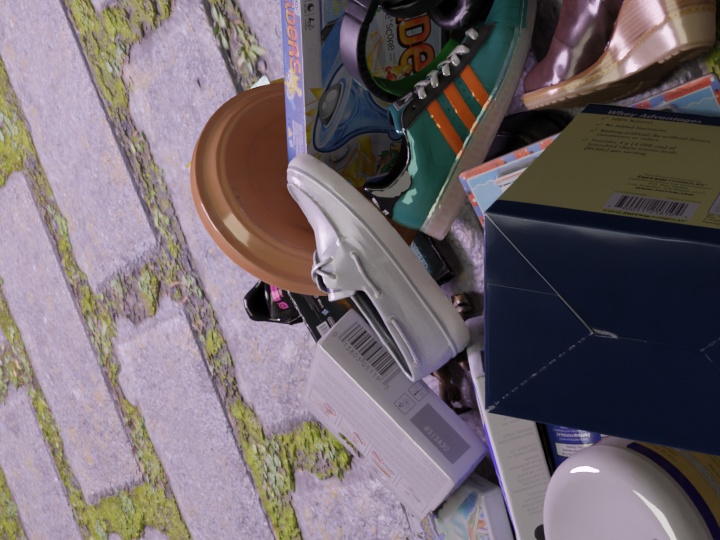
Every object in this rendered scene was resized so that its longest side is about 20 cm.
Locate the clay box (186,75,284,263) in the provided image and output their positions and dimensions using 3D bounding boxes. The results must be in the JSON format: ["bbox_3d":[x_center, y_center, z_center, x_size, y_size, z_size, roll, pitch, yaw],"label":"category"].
[{"bbox_3d":[-0.093,-0.100,1.531,0.200,0.048,0.115,-40,74,54],"label":"clay box"}]

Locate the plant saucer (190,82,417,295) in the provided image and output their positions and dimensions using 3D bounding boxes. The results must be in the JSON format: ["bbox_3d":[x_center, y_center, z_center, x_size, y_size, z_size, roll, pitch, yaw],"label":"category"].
[{"bbox_3d":[-0.042,-0.074,1.329,0.200,0.200,0.032,59,149,16],"label":"plant saucer"}]

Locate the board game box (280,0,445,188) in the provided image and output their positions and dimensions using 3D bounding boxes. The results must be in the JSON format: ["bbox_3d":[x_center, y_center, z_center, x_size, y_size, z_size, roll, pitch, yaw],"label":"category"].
[{"bbox_3d":[0.004,-0.167,1.273,0.034,0.135,0.200,35,135,50],"label":"board game box"}]

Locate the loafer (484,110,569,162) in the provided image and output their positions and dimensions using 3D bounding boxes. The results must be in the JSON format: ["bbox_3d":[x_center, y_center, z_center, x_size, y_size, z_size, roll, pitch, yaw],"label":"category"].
[{"bbox_3d":[0.135,-0.076,1.192,0.200,0.072,0.073,11,117,53],"label":"loafer"}]

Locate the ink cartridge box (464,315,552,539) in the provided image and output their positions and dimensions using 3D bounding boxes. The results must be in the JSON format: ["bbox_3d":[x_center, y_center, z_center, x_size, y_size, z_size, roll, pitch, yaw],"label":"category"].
[{"bbox_3d":[0.126,0.149,1.258,0.198,0.043,0.200,-84,-19,-79],"label":"ink cartridge box"}]

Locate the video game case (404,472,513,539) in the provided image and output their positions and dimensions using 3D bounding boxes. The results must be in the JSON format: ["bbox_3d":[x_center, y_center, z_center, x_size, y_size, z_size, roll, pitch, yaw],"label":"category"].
[{"bbox_3d":[0.095,0.260,1.429,0.182,0.022,0.200,20,128,63],"label":"video game case"}]

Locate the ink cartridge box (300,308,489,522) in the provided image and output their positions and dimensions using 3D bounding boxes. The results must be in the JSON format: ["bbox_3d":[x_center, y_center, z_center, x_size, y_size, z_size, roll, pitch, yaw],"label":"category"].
[{"bbox_3d":[0.024,0.130,1.351,0.161,0.050,0.200,45,165,9],"label":"ink cartridge box"}]

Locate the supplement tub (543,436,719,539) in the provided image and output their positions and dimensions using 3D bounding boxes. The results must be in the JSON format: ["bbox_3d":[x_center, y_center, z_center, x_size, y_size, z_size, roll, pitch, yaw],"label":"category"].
[{"bbox_3d":[0.237,0.155,1.051,0.145,0.200,0.146,31,131,44],"label":"supplement tub"}]

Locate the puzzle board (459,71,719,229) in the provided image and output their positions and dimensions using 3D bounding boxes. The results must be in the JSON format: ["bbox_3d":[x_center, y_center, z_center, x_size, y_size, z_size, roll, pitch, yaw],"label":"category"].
[{"bbox_3d":[0.182,-0.032,1.091,0.200,0.017,0.151,-21,105,30],"label":"puzzle board"}]

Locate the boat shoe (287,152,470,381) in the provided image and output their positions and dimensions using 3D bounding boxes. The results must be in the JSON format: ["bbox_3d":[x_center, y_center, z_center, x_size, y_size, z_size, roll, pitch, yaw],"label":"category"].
[{"bbox_3d":[0.000,0.000,1.240,0.200,0.069,0.072,51,167,-11],"label":"boat shoe"}]

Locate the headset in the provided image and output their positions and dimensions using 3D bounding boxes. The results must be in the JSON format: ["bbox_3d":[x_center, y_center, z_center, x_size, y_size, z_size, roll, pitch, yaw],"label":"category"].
[{"bbox_3d":[0.064,-0.214,1.185,0.094,0.123,0.200,39,114,41],"label":"headset"}]

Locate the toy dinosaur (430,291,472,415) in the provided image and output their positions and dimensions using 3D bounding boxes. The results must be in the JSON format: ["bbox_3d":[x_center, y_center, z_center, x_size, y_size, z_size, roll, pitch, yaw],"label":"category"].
[{"bbox_3d":[0.057,0.084,1.423,0.200,0.058,0.101,-35,63,48],"label":"toy dinosaur"}]

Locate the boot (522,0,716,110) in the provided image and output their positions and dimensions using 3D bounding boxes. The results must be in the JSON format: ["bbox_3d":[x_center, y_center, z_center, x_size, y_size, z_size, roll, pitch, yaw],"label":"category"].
[{"bbox_3d":[0.168,-0.208,1.100,0.200,0.072,0.166,-23,76,58],"label":"boot"}]

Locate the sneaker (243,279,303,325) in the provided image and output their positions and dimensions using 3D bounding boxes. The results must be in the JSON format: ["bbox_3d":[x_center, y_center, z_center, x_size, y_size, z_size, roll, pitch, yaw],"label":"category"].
[{"bbox_3d":[-0.043,0.018,1.487,0.200,0.084,0.077,-28,84,55],"label":"sneaker"}]

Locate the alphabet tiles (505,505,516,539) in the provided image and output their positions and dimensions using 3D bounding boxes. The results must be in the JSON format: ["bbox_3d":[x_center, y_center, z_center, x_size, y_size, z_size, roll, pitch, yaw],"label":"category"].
[{"bbox_3d":[0.145,0.314,1.446,0.167,0.008,0.200,-28,84,56],"label":"alphabet tiles"}]

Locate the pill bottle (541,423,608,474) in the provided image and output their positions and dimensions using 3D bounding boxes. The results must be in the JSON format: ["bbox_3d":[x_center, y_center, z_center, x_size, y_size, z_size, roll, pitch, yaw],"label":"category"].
[{"bbox_3d":[0.202,0.155,1.183,0.112,0.112,0.200,-1,105,55],"label":"pill bottle"}]

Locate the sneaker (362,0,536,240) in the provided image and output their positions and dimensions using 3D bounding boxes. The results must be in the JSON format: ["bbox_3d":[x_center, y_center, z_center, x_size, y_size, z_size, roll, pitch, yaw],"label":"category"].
[{"bbox_3d":[0.066,-0.126,1.189,0.071,0.080,0.200,-93,26,-81],"label":"sneaker"}]

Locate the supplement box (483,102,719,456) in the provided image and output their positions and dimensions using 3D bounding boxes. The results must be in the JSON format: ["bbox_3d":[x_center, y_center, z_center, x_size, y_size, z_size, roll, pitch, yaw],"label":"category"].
[{"bbox_3d":[0.200,0.000,0.966,0.200,0.200,0.134,10,117,23],"label":"supplement box"}]

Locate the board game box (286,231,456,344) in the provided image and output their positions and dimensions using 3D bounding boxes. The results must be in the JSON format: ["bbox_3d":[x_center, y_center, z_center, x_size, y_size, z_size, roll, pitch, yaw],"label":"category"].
[{"bbox_3d":[-0.023,-0.043,1.401,0.200,0.135,0.028,60,-170,15],"label":"board game box"}]
